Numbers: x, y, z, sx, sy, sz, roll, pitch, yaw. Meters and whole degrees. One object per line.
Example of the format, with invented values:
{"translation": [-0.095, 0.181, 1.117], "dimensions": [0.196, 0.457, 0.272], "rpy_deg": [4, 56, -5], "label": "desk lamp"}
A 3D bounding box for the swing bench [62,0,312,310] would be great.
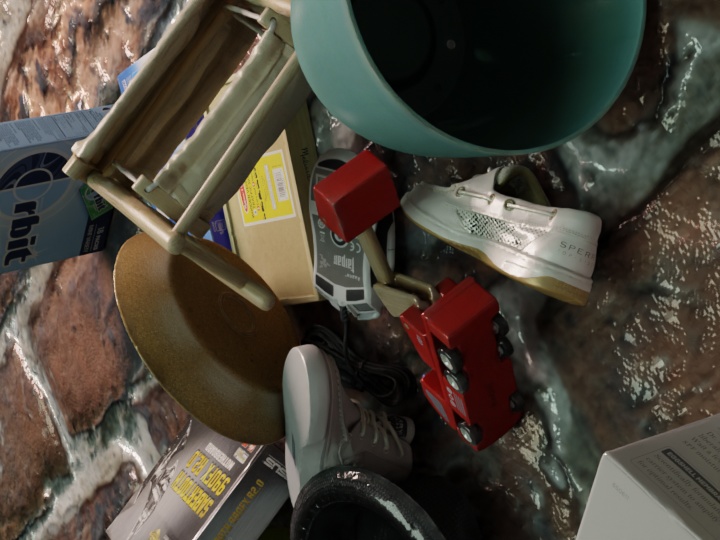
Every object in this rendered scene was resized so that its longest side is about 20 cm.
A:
{"translation": [-0.103, -0.112, 1.120], "dimensions": [0.200, 0.130, 0.199], "rpy_deg": [33, 88, 39], "label": "swing bench"}

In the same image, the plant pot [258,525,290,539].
{"translation": [-0.106, 0.328, 1.338], "dimensions": [0.193, 0.200, 0.201], "rpy_deg": [-51, 59, 35], "label": "plant pot"}

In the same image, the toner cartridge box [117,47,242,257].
{"translation": [-0.159, -0.097, 1.372], "dimensions": [0.095, 0.043, 0.200], "rpy_deg": [-20, 84, 54], "label": "toner cartridge box"}

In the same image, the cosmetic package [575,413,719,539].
{"translation": [0.212, 0.180, 0.803], "dimensions": [0.123, 0.200, 0.200], "rpy_deg": [44, 134, 41], "label": "cosmetic package"}

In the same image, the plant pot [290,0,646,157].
{"translation": [0.048, -0.161, 0.934], "dimensions": [0.161, 0.200, 0.201], "rpy_deg": [-7, 96, 66], "label": "plant pot"}

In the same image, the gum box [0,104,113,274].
{"translation": [-0.336, -0.073, 1.493], "dimensions": [0.045, 0.200, 0.170], "rpy_deg": [51, 139, 31], "label": "gum box"}

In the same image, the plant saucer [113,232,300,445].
{"translation": [-0.108, 0.043, 1.200], "dimensions": [0.035, 0.200, 0.200], "rpy_deg": [-37, 69, 25], "label": "plant saucer"}

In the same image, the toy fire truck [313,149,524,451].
{"translation": [0.042, 0.025, 1.050], "dimensions": [0.141, 0.049, 0.200], "rpy_deg": [42, 161, 36], "label": "toy fire truck"}

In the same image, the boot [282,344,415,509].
{"translation": [-0.006, 0.117, 1.159], "dimensions": [0.200, 0.095, 0.074], "rpy_deg": [95, 161, -54], "label": "boot"}

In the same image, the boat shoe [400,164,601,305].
{"translation": [0.098, -0.037, 1.017], "dimensions": [0.200, 0.071, 0.069], "rpy_deg": [30, 99, 56], "label": "boat shoe"}

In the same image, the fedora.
{"translation": [0.035, 0.221, 1.151], "dimensions": [0.200, 0.092, 0.201], "rpy_deg": [24, 128, 36], "label": "fedora"}

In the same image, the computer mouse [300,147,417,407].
{"translation": [0.000, 0.000, 1.179], "dimensions": [0.110, 0.044, 0.200], "rpy_deg": [20, 118, 40], "label": "computer mouse"}

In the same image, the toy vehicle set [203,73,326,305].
{"translation": [-0.077, -0.070, 1.279], "dimensions": [0.124, 0.026, 0.200], "rpy_deg": [-5, 97, 55], "label": "toy vehicle set"}

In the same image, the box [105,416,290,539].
{"translation": [-0.139, 0.201, 1.318], "dimensions": [0.048, 0.159, 0.200], "rpy_deg": [40, 173, -19], "label": "box"}
